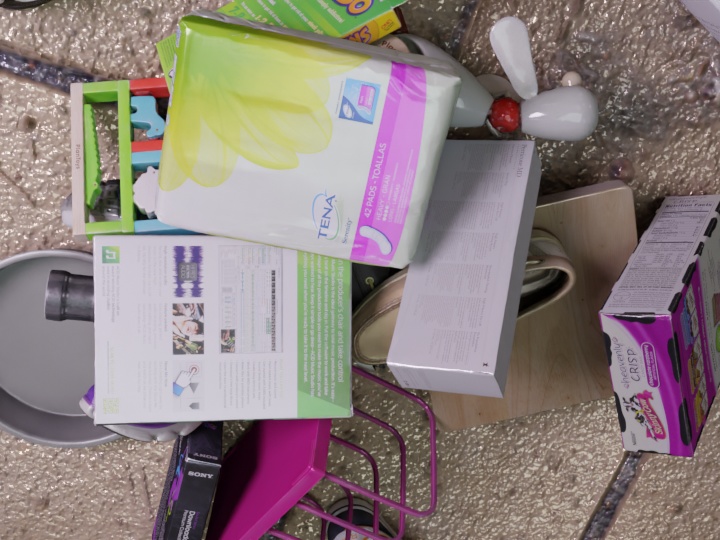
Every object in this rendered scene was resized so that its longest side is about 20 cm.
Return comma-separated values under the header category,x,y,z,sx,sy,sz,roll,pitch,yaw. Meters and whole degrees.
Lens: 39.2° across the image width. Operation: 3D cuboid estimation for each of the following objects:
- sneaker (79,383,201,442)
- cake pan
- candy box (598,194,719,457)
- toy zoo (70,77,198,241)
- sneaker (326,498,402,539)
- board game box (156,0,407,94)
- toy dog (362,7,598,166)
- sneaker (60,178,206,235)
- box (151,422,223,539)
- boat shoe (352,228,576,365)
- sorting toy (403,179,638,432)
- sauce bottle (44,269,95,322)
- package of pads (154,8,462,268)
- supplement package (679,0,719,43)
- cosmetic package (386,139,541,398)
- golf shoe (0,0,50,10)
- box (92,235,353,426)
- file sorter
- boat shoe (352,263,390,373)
category,x,y,z,sx,sy,sz,roll,pitch,yaw
sneaker,-0.149,0.084,0.868,0.200,0.081,0.084,-15,123,-46
cake pan,-0.264,0.067,0.906,0.199,0.037,0.201,-2,115,-4
candy box,0.267,0.040,0.850,0.061,0.200,0.137,2,121,33
toy zoo,-0.129,-0.094,0.809,0.199,0.020,0.132,-5,74,-4
sneaker,0.040,0.319,1.027,0.078,0.079,0.200,-43,112,14
board game box,-0.059,-0.185,0.777,0.200,0.096,0.030,-28,145,10
toy dog,0.084,-0.158,0.804,0.199,0.132,0.097,14,75,-15
sneaker,-0.157,-0.018,0.860,0.199,0.075,0.087,16,118,-11
box,-0.162,0.214,0.925,0.036,0.143,0.201,11,114,-12
boat shoe,0.079,0.030,0.826,0.199,0.065,0.072,-23,115,6
sorting toy,0.144,0.025,0.903,0.198,0.070,0.201,-12,115,1
sauce bottle,-0.153,0.030,0.825,0.199,0.065,0.065,6,114,-13
package of pads,-0.042,-0.091,0.732,0.199,0.068,0.155,11,113,-6
supplement package,0.272,-0.261,0.757,0.200,0.114,0.110,38,106,-18
cosmetic package,0.084,-0.006,0.778,0.082,0.201,0.051,3,152,22
golf shoe,-0.195,-0.249,0.737,0.200,0.095,0.078,-34,112,9
box,-0.105,0.044,0.786,0.199,0.036,0.145,0,92,-9
file sorter,-0.036,0.196,0.903,0.125,0.139,0.200,28,127,-18
boat shoe,0.000,0.000,0.882,0.060,0.072,0.202,-18,122,1
